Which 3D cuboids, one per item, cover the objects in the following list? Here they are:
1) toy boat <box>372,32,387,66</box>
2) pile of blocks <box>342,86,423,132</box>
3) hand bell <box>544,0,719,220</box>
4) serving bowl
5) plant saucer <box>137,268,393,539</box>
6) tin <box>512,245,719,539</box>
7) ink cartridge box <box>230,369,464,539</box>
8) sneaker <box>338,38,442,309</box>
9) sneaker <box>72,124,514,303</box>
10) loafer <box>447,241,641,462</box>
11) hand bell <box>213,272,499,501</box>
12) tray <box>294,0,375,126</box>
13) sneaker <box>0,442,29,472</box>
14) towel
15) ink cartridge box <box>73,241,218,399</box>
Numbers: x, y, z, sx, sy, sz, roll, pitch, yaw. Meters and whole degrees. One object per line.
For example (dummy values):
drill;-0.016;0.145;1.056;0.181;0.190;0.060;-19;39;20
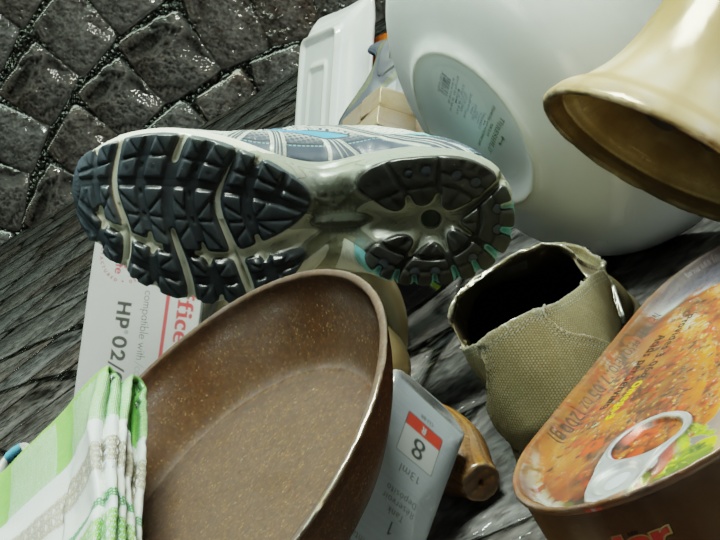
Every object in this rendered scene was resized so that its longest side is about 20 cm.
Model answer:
toy boat;0.046;-0.100;1.166;0.200;0.131;0.130;-19;18;50
pile of blocks;0.000;0.000;0.947;0.200;0.062;0.082;-64;25;25
hand bell;0.165;-0.130;0.711;0.200;0.104;0.104;-62;17;-9
serving bowl;0.076;-0.084;0.833;0.066;0.200;0.200;-36;12;-21
plant saucer;-0.056;0.087;0.644;0.200;0.037;0.201;-35;27;21
tin;0.129;0.035;0.595;0.112;0.042;0.200;-26;12;44
ink cartridge box;-0.054;0.142;0.657;0.162;0.050;0.200;-23;36;42
sneaker;0.024;-0.063;1.056;0.081;0.074;0.200;-7;57;40
sneaker;-0.031;-0.032;0.810;0.200;0.078;0.086;4;18;0
loafer;0.077;0.019;0.727;0.076;0.068;0.200;-28;14;6
hand bell;0.009;0.057;0.764;0.104;0.104;0.200;-34;23;-10
tray;-0.024;-0.078;1.171;0.022;0.200;0.107;5;-3;-20
sneaker;-0.139;0.114;0.875;0.075;0.087;0.200;-32;9;14
towel;-0.138;0.127;0.634;0.149;0.031;0.200;-39;25;13
ink cartridge box;-0.103;0.033;0.923;0.068;0.115;0.200;7;0;2
